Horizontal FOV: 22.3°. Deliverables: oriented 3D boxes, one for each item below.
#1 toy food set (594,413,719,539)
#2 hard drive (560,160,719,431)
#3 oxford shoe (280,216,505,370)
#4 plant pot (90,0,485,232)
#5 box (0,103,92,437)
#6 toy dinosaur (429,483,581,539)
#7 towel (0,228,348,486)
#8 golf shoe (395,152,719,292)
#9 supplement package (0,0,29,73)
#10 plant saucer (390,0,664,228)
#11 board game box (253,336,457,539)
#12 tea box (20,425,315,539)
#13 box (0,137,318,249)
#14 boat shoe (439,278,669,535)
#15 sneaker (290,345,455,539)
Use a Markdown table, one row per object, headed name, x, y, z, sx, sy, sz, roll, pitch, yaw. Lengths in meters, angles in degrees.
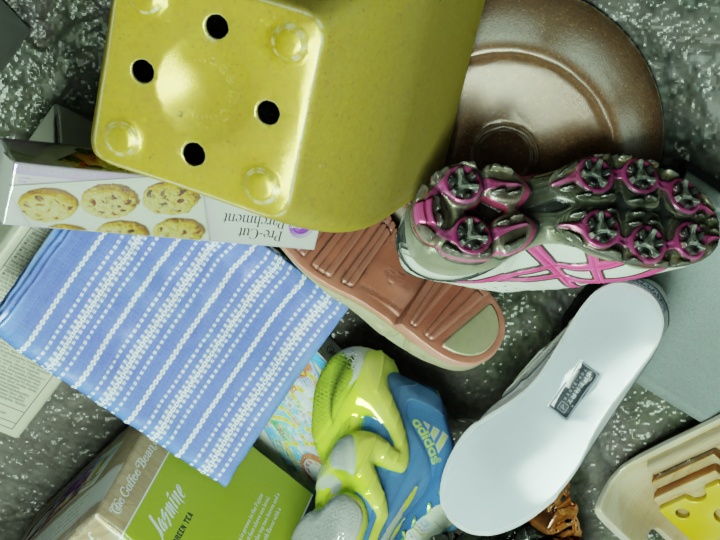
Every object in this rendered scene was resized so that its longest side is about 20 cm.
| name | x | y | z | sx | sy | sz | roll | pitch | yaw |
| --- | --- | --- | --- | --- | --- | --- | --- | --- | --- |
| toy food set | 0.271 | 0.161 | 1.198 | 0.143 | 0.061 | 0.200 | 42 | 130 | -19 |
| hard drive | 0.250 | 0.036 | 1.185 | 0.199 | 0.033 | 0.140 | 31 | 115 | -9 |
| oxford shoe | 0.000 | 0.000 | 1.174 | 0.200 | 0.074 | 0.071 | 42 | 71 | 5 |
| plant pot | -0.052 | -0.129 | 1.023 | 0.194 | 0.200 | 0.195 | 19 | 117 | 12 |
| box | -0.210 | 0.003 | 1.179 | 0.095 | 0.078 | 0.200 | 28 | 116 | -28 |
| toy dinosaur | 0.107 | 0.203 | 1.249 | 0.102 | 0.135 | 0.201 | 5 | 108 | 53 |
| towel | -0.115 | 0.028 | 1.129 | 0.200 | 0.024 | 0.145 | 38 | 84 | -29 |
| golf shoe | 0.119 | -0.025 | 1.116 | 0.199 | 0.073 | 0.092 | 2 | 159 | -12 |
| supplement package | -0.348 | -0.130 | 1.103 | 0.200 | 0.147 | 0.191 | -38 | 107 | 20 |
| plant saucer | 0.091 | -0.078 | 1.145 | 0.199 | 0.037 | 0.202 | 2 | 117 | 4 |
| board game box | -0.033 | 0.129 | 1.258 | 0.134 | 0.034 | 0.200 | -37 | 107 | 20 |
| tea box | -0.126 | 0.220 | 1.230 | 0.196 | 0.134 | 0.200 | 39 | 130 | -9 |
| box | -0.117 | -0.044 | 1.072 | 0.199 | 0.039 | 0.042 | 5 | 114 | -28 |
| boat shoe | 0.129 | 0.088 | 1.160 | 0.074 | 0.065 | 0.200 | 45 | 108 | 9 |
| sneaker | 0.017 | 0.152 | 1.169 | 0.105 | 0.201 | 0.076 | 18 | 160 | -28 |
